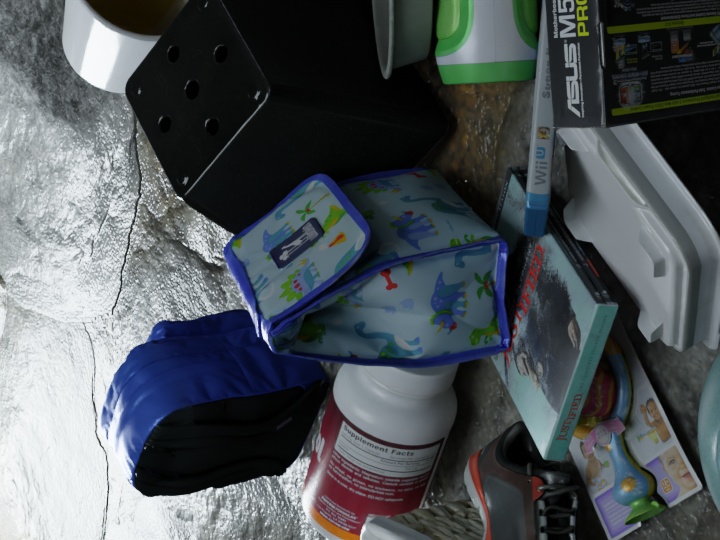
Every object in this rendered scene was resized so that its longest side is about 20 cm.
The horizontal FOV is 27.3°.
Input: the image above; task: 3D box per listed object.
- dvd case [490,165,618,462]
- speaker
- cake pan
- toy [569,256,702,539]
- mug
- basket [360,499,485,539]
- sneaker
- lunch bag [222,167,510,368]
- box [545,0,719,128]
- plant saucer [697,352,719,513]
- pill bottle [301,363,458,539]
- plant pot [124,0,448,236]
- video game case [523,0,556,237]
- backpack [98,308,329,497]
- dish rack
[{"bbox_3d":[0.137,0.030,1.160,0.200,0.022,0.146,-111,29,-53],"label":"dvd case"},{"bbox_3d":[0.095,-0.246,1.146,0.088,0.088,0.201,7,103,52],"label":"speaker"},{"bbox_3d":[0.031,-0.256,1.196,0.200,0.037,0.201,177,90,-87],"label":"cake pan"},{"bbox_3d":[0.177,0.105,1.163,0.115,0.047,0.200,-46,63,47],"label":"toy"},{"bbox_3d":[-0.237,-0.277,1.573,0.149,0.187,0.153,38,146,-1],"label":"mug"},{"bbox_3d":[0.085,0.310,1.277,0.135,0.123,0.201,18,114,49],"label":"basket"},{"bbox_3d":[0.142,0.201,1.187,0.082,0.077,0.200,-57,37,30],"label":"sneaker"},{"bbox_3d":[0.000,0.000,1.202,0.170,0.199,0.128,-125,27,-61],"label":"lunch bag"},{"bbox_3d":[0.198,-0.178,0.932,0.044,0.200,0.161,7,105,50],"label":"box"},{"bbox_3d":[0.299,0.132,1.015,0.201,0.039,0.202,19,114,49],"label":"plant saucer"},{"bbox_3d":[0.021,0.145,1.328,0.113,0.113,0.200,45,131,37],"label":"pill bottle"},{"bbox_3d":[-0.082,-0.144,1.288,0.200,0.177,0.200,-45,58,28],"label":"plant pot"},{"bbox_3d":[0.134,-0.132,1.065,0.143,0.018,0.201,48,-133,-82],"label":"video game case"},{"bbox_3d":[-0.165,0.135,1.500,0.168,0.200,0.163,48,134,35],"label":"backpack"},{"bbox_3d":[0.186,-0.031,1.026,0.172,0.043,0.200,59,176,25],"label":"dish rack"}]
